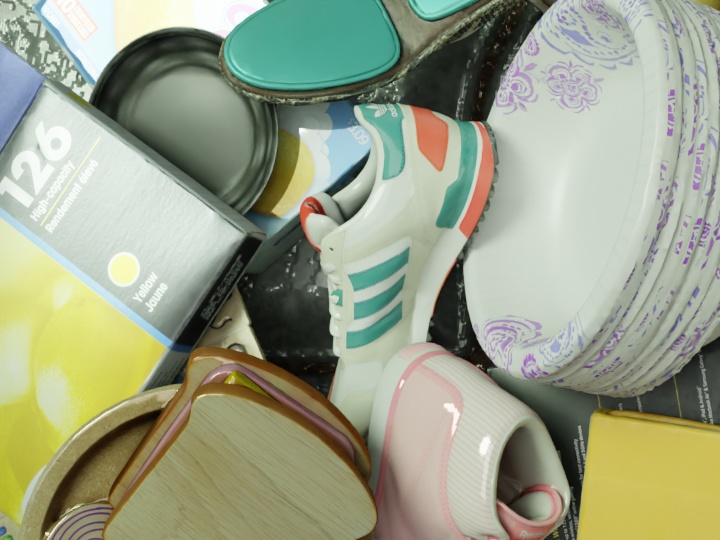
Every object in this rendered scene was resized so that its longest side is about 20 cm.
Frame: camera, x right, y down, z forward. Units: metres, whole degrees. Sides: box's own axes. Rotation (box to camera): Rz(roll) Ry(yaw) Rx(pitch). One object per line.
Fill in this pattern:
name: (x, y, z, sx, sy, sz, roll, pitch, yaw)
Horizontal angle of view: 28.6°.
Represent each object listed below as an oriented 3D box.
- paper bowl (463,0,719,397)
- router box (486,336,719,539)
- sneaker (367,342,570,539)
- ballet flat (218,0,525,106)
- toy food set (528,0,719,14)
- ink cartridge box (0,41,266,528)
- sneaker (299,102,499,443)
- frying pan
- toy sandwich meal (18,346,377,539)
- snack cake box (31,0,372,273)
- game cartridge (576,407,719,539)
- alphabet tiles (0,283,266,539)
paper bowl: (0.137, -0.036, 0.713, 0.103, 0.200, 0.204, 14, 91, -19)
router box: (0.159, 0.138, 0.771, 0.147, 0.051, 0.203, -10, 85, 20)
sneaker: (0.052, 0.148, 0.754, 0.104, 0.075, 0.203, 22, 115, 41)
ballet flat: (0.022, -0.133, 0.763, 0.198, 0.075, 0.069, -25, 76, 1)
toy food set: (0.177, -0.177, 0.782, 0.200, 0.060, 0.144, 43, 97, 9)
ink cartridge box: (-0.183, 0.006, 0.763, 0.199, 0.047, 0.199, 35, 95, 12)
sneaker: (0.000, 0.000, 0.779, 0.092, 0.071, 0.202, 16, 110, -18)
frying pan: (-0.108, -0.039, 0.786, 0.113, 0.031, 0.193, 18, 98, 11)
toy sandwich meal: (-0.075, 0.147, 0.703, 0.202, 0.070, 0.209, -1, 98, -7)
snack cake box: (-0.084, -0.112, 0.832, 0.115, 0.067, 0.201, -40, 82, 9)
game cartridge: (0.192, 0.183, 0.715, 0.174, 0.032, 0.203, 8, 94, 19)
alphabet tiles: (-0.138, 0.088, 0.770, 0.198, 0.006, 0.168, -27, 79, 10)
